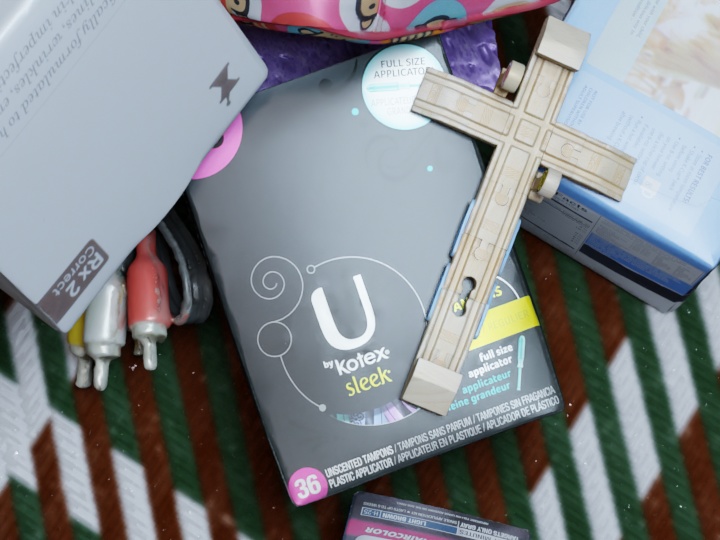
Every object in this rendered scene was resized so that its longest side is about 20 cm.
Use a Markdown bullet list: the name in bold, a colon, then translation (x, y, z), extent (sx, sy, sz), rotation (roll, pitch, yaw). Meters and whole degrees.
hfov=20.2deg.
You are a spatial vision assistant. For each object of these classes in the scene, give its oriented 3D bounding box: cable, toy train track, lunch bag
- **cable**: translation (-0.129, -0.038, 1.095), extent (0.050, 0.097, 0.202), rotation (0, 80, -45)
- **toy train track**: translation (0.067, -0.028, 0.975), extent (0.114, 0.033, 0.202), rotation (22, 84, -6)
- **lunch bag**: translation (-0.003, -0.173, 1.030), extent (0.199, 0.175, 0.083), rotation (-15, 113, -37)

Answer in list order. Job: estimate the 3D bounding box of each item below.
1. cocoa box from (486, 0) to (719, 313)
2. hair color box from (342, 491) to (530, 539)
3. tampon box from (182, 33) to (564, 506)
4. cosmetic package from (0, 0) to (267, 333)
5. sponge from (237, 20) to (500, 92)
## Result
- **cocoa box**: translation (0.167, -0.103, 1.080), extent (0.133, 0.131, 0.201), rotation (29, 80, 4)
- **hair color box**: translation (0.025, 0.200, 0.995), extent (0.099, 0.201, 0.061), rotation (12, 122, 2)
- **tampon box**: translation (0.000, 0.000, 1.049), extent (0.148, 0.126, 0.202), rotation (-20, 89, -3)
- **cosmetic package**: translation (-0.185, -0.110, 0.946), extent (0.199, 0.165, 0.165), rotation (31, 79, 31)
- **sponge**: translation (-0.023, -0.125, 1.137), extent (0.198, 0.030, 0.113), rotation (-10, 80, -3)
